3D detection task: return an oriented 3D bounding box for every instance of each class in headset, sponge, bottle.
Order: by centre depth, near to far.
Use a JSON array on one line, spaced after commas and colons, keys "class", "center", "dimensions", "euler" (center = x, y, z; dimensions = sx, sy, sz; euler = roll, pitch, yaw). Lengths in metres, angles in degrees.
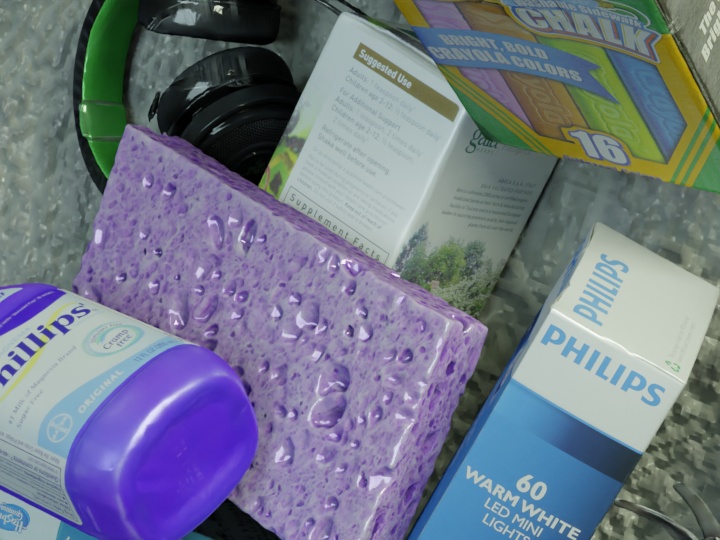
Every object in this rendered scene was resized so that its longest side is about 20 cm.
[{"class": "sponge", "center": [-0.044, 0.030, 1.071], "dimensions": [0.200, 0.030, 0.112], "euler": [31, 104, 39]}, {"class": "bottle", "center": [-0.132, 0.046, 1.074], "dimensions": [0.200, 0.065, 0.084], "euler": [21, 54, 42]}, {"class": "headset", "center": [-0.069, -0.094, 1.157], "dimensions": [0.200, 0.094, 0.124], "euler": [-24, 71, 44]}]

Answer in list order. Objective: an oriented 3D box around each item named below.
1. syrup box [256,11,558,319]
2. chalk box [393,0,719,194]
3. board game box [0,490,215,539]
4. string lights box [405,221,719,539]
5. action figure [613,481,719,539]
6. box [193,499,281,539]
[{"class": "syrup box", "center": [0.000, 0.000, 1.114], "dimensions": [0.081, 0.079, 0.200], "euler": [34, 106, 33]}, {"class": "chalk box", "center": [0.085, -0.133, 0.955], "dimensions": [0.124, 0.200, 0.125], "euler": [15, 69, 30]}, {"class": "board game box", "center": [-0.101, 0.199, 1.064], "dimensions": [0.151, 0.047, 0.200], "euler": [16, 96, 34]}, {"class": "string lights box", "center": [0.059, 0.089, 1.031], "dimensions": [0.059, 0.103, 0.200], "euler": [30, 114, 3]}, {"class": "action figure", "center": [0.157, 0.170, 0.976], "dimensions": [0.102, 0.119, 0.200], "euler": [-19, 84, 39]}, {"class": "box", "center": [-0.093, 0.203, 1.152], "dimensions": [0.200, 0.105, 0.184], "euler": [-45, 63, 25]}]
